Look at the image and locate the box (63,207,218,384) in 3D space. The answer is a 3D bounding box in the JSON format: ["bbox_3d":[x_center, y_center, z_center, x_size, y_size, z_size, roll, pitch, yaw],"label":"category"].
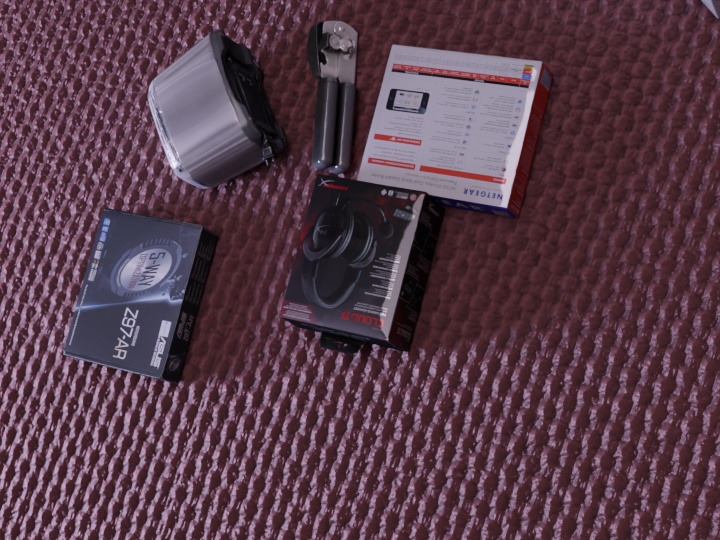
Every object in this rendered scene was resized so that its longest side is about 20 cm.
[{"bbox_3d":[-0.283,0.031,1.718,0.159,0.043,0.202,11,82,26],"label":"box"}]

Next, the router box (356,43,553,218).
[{"bbox_3d":[0.111,-0.168,1.592,0.199,0.049,0.181,12,82,26],"label":"router box"}]

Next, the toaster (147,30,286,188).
[{"bbox_3d":[-0.182,-0.193,1.694,0.129,0.113,0.201,-28,70,19],"label":"toaster"}]

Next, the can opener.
[{"bbox_3d":[-0.035,-0.218,1.676,0.066,0.052,0.202,-21,63,55],"label":"can opener"}]

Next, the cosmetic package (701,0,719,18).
[{"bbox_3d":[0.345,-0.391,1.489,0.052,0.151,0.201,-38,66,9],"label":"cosmetic package"}]

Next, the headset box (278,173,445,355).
[{"bbox_3d":[0.000,0.000,1.584,0.148,0.077,0.202,12,81,25],"label":"headset box"}]
